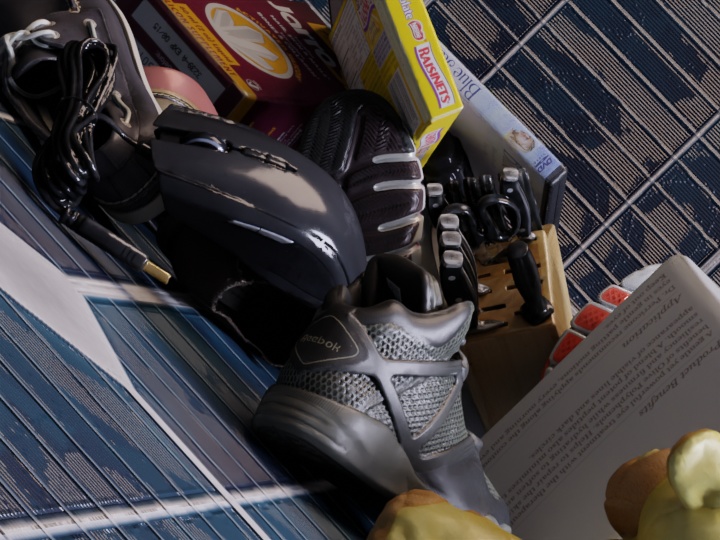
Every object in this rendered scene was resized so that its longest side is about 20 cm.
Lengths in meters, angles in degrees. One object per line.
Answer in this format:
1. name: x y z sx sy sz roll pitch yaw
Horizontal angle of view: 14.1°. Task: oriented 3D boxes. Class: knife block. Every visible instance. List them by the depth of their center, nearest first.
1. knife block: 0.087 0.037 1.698 0.176 0.064 0.201 -52 131 -77

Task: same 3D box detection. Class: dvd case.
1. dvd case: 0.052 -0.105 1.799 0.200 0.018 0.143 46 -10 12

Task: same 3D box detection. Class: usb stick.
1. usb stick: 0.080 0.004 1.826 0.056 0.032 0.201 -105 173 -61

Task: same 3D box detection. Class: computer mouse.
1. computer mouse: -0.070 -0.034 1.436 0.200 0.046 0.141 36 34 -17

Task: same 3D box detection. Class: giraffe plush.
1. giraffe plush: 0.126 0.146 1.325 0.200 0.162 0.173 49 7 32

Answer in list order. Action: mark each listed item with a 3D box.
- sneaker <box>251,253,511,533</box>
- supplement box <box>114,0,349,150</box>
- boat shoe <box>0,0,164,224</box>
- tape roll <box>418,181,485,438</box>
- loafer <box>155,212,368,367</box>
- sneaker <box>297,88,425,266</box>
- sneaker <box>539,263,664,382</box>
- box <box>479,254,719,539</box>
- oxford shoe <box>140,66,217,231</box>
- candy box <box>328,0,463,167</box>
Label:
1. sneaker: 0.032 0.066 1.423 0.076 0.115 0.199 16 -16 40
2. supplement box: -0.076 -0.107 1.785 0.110 0.086 0.200 49 21 20
3. boat shoe: -0.157 -0.110 1.529 0.200 0.073 0.063 56 8 36
4. tape roll: 0.049 0.023 1.851 0.203 0.037 0.204 -19 90 -79
5. loafer: -0.030 0.029 1.541 0.200 0.073 0.072 29 32 -40
6. sneaker: 0.000 0.000 1.681 0.116 0.075 0.201 148 -65 -84
7. sneaker: 0.129 0.081 1.684 0.077 0.200 0.082 38 -4 2
8. box: 0.184 0.146 1.557 0.200 0.199 0.171 43 7 -26
9. oxford shoe: -0.086 -0.030 1.615 0.200 0.070 0.075 46 35 -48
10. candy box: 0.019 -0.116 1.686 0.200 0.026 0.103 127 -56 -80
